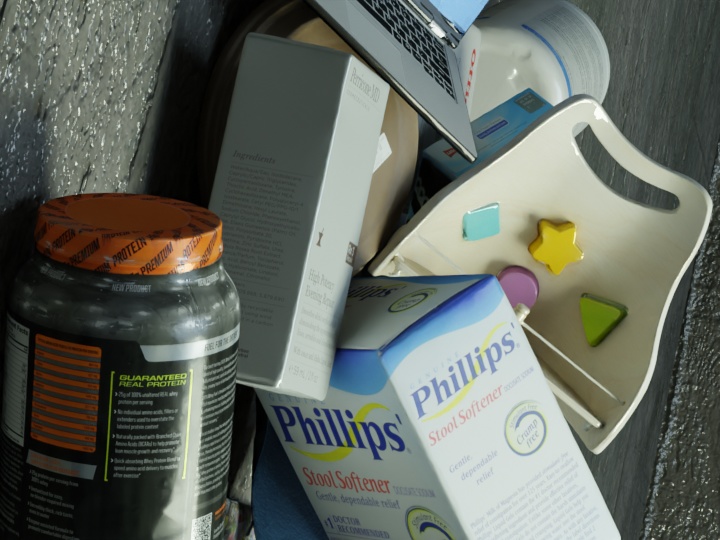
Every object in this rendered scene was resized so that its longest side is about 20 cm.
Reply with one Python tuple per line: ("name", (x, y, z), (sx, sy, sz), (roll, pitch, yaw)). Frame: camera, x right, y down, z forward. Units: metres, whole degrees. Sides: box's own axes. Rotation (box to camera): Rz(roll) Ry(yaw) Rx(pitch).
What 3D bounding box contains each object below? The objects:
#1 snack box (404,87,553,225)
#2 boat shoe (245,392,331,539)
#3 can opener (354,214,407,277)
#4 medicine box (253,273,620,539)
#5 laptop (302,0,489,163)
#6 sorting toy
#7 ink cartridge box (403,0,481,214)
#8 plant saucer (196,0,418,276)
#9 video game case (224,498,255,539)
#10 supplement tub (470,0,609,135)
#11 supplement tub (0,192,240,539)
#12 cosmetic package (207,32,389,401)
("snack box", (0.075, -0.025, 1.886), (0.116, 0.037, 0.201), (-32, 149, -38))
("boat shoe", (-0.034, 0.117, 1.801), (0.069, 0.083, 0.202), (91, 4, -78))
("can opener", (0.000, 0.000, 1.937), (0.201, 0.052, 0.067), (-66, 158, -45))
("medicine box", (0.041, 0.110, 1.683), (0.103, 0.182, 0.201), (-34, 106, -27))
("laptop", (0.045, -0.211, 1.689), (0.187, 0.116, 0.201), (41, 24, -32))
("sorting toy", (0.136, -0.016, 1.769), (0.180, 0.200, 0.107), (-50, -171, 10))
("ink cartridge box", (0.016, -0.119, 1.865), (0.200, 0.084, 0.147), (17, 83, -75))
("plant saucer", (-0.026, -0.080, 1.685), (0.199, 0.029, 0.202), (-11, 105, -48))
("video game case", (-0.095, 0.228, 1.784), (0.200, 0.018, 0.144), (36, 63, -74))
("supplement tub", (0.124, -0.151, 2.160), (0.200, 0.131, 0.133), (-35, 132, -68))
("supplement tub", (-0.126, 0.068, 1.377), (0.122, 0.122, 0.202), (-37, 135, -69))
("cosmetic package", (-0.044, -0.030, 1.572), (0.102, 0.074, 0.201), (25, 77, -74))
